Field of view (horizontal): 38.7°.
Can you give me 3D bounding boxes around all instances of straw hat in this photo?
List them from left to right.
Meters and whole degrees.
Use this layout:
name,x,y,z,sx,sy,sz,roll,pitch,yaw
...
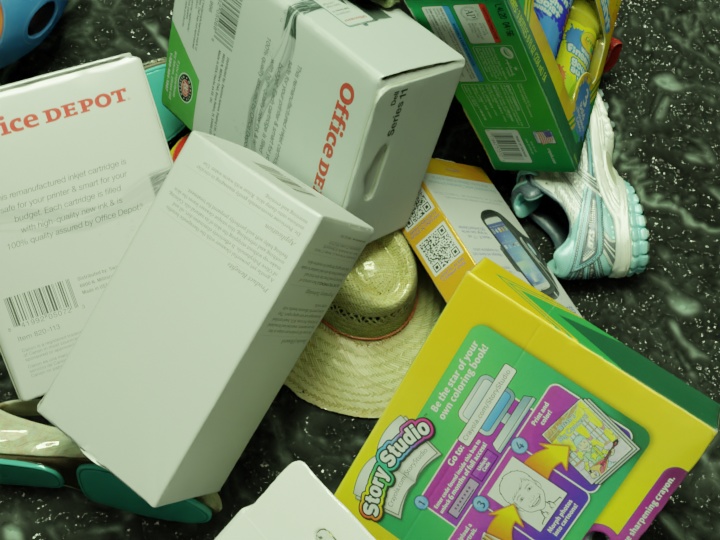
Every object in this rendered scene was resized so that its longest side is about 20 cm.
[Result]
name,x,y,z,sx,sy,sz,roll,pitch,yaw
straw hat,0.000,0.000,0.753,0.201,0.085,0.201,2,65,-3

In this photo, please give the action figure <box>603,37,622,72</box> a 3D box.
name,x,y,z,sx,sy,sz,roll,pitch,yaw
action figure,0.149,-0.247,0.904,0.065,0.052,0.200,-16,60,-24

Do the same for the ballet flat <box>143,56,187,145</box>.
name,x,y,z,sx,sy,sz,roll,pitch,yaw
ballet flat,-0.204,-0.096,0.794,0.200,0.075,0.068,-49,117,-22

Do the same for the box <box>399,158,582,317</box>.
name,x,y,z,sx,sy,sz,roll,pitch,yaw
box,0.099,0.007,0.746,0.119,0.041,0.200,2,54,-55

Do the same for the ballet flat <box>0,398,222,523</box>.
name,x,y,z,sx,sy,sz,roll,pitch,yaw
ballet flat,-0.187,0.120,0.694,0.200,0.067,0.062,11,54,1

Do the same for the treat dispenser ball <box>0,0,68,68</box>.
name,x,y,z,sx,sy,sz,roll,pitch,yaw
treat dispenser ball,-0.322,-0.250,0.786,0.201,0.201,0.201,2,64,-4

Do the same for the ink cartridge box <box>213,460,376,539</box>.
name,x,y,z,sx,sy,sz,roll,pitch,yaw
ink cartridge box,-0.050,0.206,0.561,0.117,0.067,0.200,45,102,15

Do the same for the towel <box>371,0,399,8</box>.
name,x,y,z,sx,sy,sz,roll,pitch,yaw
towel,-0.012,-0.254,0.703,0.148,0.037,0.200,25,44,5

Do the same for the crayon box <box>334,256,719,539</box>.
name,x,y,z,sx,sy,sz,roll,pitch,yaw
crayon box,0.097,0.122,0.653,0.172,0.058,0.200,34,110,12

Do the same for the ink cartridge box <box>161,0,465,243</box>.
name,x,y,z,sx,sy,sz,roll,pitch,yaw
ink cartridge box,-0.041,-0.127,0.698,0.083,0.147,0.200,-22,55,-39

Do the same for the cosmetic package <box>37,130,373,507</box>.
name,x,y,z,sx,sy,sz,roll,pitch,yaw
cosmetic package,-0.095,0.030,0.627,0.108,0.085,0.200,35,100,21

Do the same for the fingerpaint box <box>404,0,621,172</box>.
name,x,y,z,sx,sy,sz,roll,pitch,yaw
fingerpaint box,0.119,-0.194,0.732,0.073,0.200,0.167,5,63,29

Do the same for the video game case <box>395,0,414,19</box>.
name,x,y,z,sx,sy,sz,roll,pitch,yaw
video game case,-0.024,-0.196,0.807,0.181,0.045,0.200,28,105,8

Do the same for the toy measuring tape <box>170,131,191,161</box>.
name,x,y,z,sx,sy,sz,roll,pitch,yaw
toy measuring tape,-0.112,-0.040,0.771,0.074,0.074,0.200,-3,64,-6

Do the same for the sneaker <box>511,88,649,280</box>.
name,x,y,z,sx,sy,sz,roll,pitch,yaw
sneaker,0.158,-0.084,0.813,0.086,0.078,0.200,-13,66,-7

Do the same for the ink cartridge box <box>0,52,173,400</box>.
name,x,y,z,sx,sy,sz,roll,pitch,yaw
ink cartridge box,-0.192,-0.034,0.698,0.146,0.083,0.200,-18,107,-12

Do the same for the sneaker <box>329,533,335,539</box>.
name,x,y,z,sx,sy,sz,roll,pitch,yaw
sneaker,0.026,0.233,0.643,0.074,0.085,0.200,-35,96,1
